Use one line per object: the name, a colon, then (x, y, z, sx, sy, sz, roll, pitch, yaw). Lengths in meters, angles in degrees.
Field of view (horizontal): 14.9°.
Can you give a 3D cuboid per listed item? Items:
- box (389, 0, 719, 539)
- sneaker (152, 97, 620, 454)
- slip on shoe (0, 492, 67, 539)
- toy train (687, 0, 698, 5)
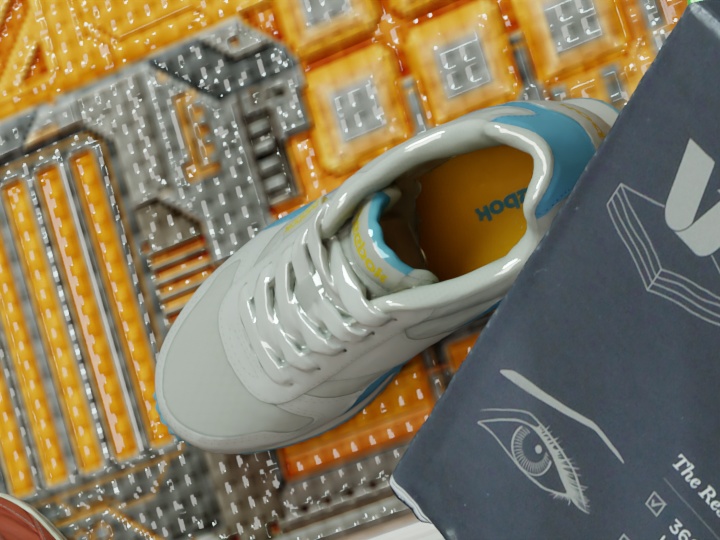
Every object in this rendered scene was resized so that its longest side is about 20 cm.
box: (0.145, 0.053, 0.818, 0.197, 0.117, 0.200, 48, 126, 25)
sneaker: (0.000, 0.000, 0.947, 0.200, 0.081, 0.077, -34, 76, 24)
slip on shoe: (-0.100, 0.151, 0.996, 0.200, 0.061, 0.074, 40, 106, 28)
toy train: (0.196, -0.080, 0.874, 0.199, 0.042, 0.057, -4, 76, 26)
